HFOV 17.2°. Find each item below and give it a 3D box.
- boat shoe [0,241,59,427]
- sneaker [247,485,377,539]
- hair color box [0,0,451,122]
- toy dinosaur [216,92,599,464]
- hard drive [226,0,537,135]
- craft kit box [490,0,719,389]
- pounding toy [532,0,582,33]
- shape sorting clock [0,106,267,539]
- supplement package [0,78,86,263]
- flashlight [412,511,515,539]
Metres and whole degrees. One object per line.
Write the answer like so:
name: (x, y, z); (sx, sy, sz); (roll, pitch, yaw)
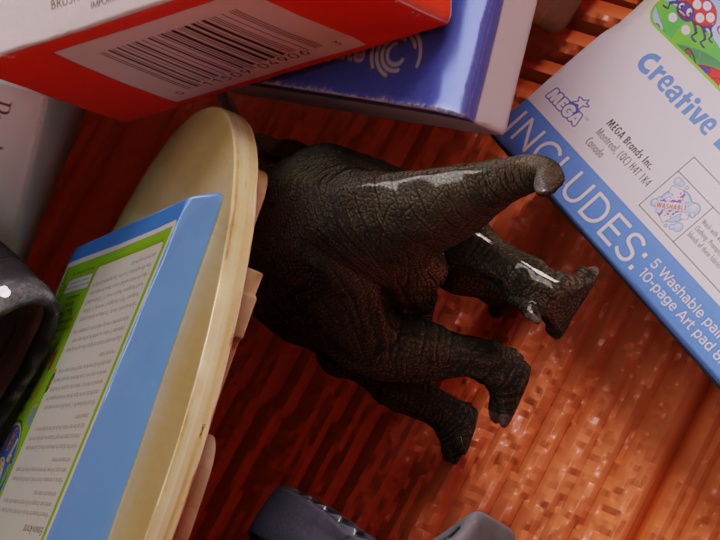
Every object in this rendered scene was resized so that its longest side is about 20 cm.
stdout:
boat shoe: (-0.148, 0.076, 0.640); (0.068, 0.074, 0.200); (36, 90, 29)
sneaker: (0.022, 0.134, 0.599); (0.082, 0.070, 0.200); (-48, 53, -3)
hair color box: (-0.043, -0.151, 0.614); (0.111, 0.064, 0.201); (-14, 70, 34)
toy dinosaur: (0.000, 0.000, 0.638); (0.102, 0.200, 0.077); (23, 87, -9)
hard drive: (0.004, -0.143, 0.633); (0.132, 0.025, 0.201); (12, 87, 38)
craft kit box: (0.166, -0.035, 0.624); (0.197, 0.049, 0.200); (-42, 55, 6)
pounding toy: (0.055, -0.190, 0.714); (0.184, 0.142, 0.200); (40, 103, 36)
shape sorting clock: (-0.067, 0.054, 0.608); (0.200, 0.039, 0.200); (-57, 17, 28)
supplement package: (-0.176, -0.083, 0.688); (0.199, 0.114, 0.110); (18, 49, -3)
flashlight: (-0.032, 0.132, 0.579); (0.200, 0.068, 0.068); (-38, 77, 43)
